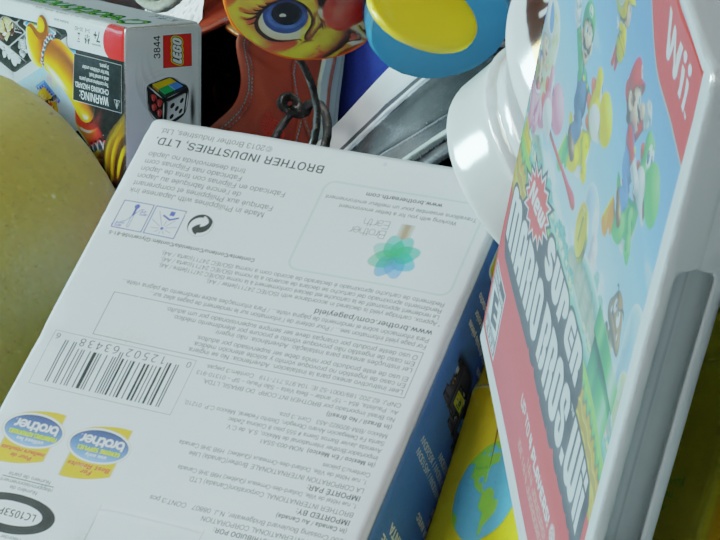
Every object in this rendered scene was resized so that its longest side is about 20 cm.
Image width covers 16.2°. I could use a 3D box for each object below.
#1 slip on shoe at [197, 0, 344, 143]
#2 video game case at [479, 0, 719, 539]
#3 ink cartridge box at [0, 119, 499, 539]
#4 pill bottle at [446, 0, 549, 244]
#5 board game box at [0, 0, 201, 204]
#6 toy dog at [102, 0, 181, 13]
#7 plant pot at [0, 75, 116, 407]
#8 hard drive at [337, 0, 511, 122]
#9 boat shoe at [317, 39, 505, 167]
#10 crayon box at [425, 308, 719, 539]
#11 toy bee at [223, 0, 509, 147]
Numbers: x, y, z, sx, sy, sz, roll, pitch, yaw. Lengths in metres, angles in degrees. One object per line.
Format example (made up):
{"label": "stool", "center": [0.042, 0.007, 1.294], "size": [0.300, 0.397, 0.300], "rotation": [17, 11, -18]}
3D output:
{"label": "slip on shoe", "center": [-0.048, -0.081, 1.005], "size": [0.074, 0.061, 0.200], "rotation": [-45, 26, 29]}
{"label": "video game case", "center": [0.062, -0.010, 0.642], "size": [0.143, 0.017, 0.200], "rotation": [-98, 13, -49]}
{"label": "ink cartridge box", "center": [-0.039, 0.058, 0.792], "size": [0.136, 0.076, 0.200], "rotation": [10, 56, 23]}
{"label": "pill bottle", "center": [0.118, -0.074, 0.730], "size": [0.200, 0.109, 0.109], "rotation": [-37, 36, 37]}
{"label": "board game box", "center": [-0.124, -0.043, 0.966], "size": [0.200, 0.035, 0.126], "rotation": [18, 112, 54]}
{"label": "toy dog", "center": [-0.089, -0.149, 1.004], "size": [0.200, 0.096, 0.132], "rotation": [-28, 79, 57]}
{"label": "plant pot", "center": [-0.190, 0.032, 0.882], "size": [0.200, 0.142, 0.200], "rotation": [7, 101, 37]}
{"label": "hard drive", "center": [-0.012, -0.072, 1.032], "size": [0.200, 0.025, 0.132], "rotation": [-32, 39, 42]}
{"label": "boat shoe", "center": [0.000, 0.000, 0.905], "size": [0.200, 0.072, 0.068], "rotation": [-45, 36, 22]}
{"label": "crayon box", "center": [0.067, 0.099, 0.714], "size": [0.127, 0.051, 0.200], "rotation": [-10, 56, 55]}
{"label": "toy bee", "center": [-0.003, -0.101, 0.810], "size": [0.200, 0.109, 0.131], "rotation": [-56, 35, 14]}
